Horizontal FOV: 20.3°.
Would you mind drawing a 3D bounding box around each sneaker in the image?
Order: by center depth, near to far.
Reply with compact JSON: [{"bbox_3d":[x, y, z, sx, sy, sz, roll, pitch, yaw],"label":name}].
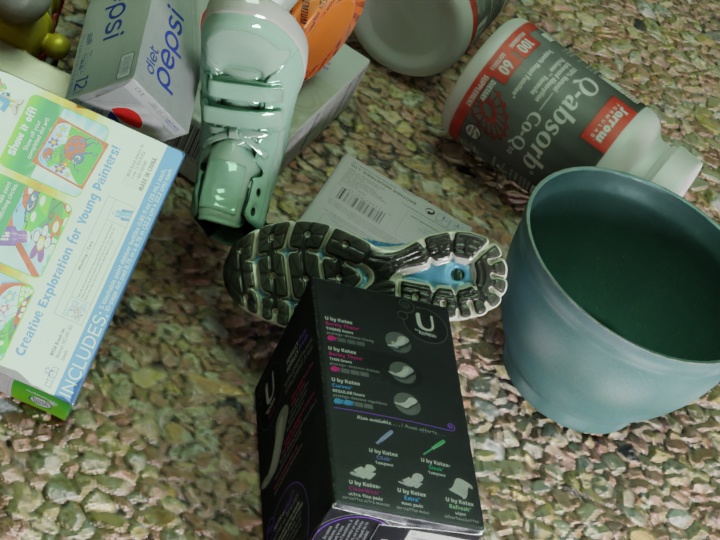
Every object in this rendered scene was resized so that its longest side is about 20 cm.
[{"bbox_3d":[-0.081,-0.097,1.401,0.074,0.201,0.118,8,58,5],"label":"sneaker"},{"bbox_3d":[0.001,0.013,1.435,0.199,0.090,0.079,4,80,-3],"label":"sneaker"}]

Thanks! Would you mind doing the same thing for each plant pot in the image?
[{"bbox_3d":[0.187,0.038,1.522,0.200,0.134,0.201,17,40,-15],"label":"plant pot"}]

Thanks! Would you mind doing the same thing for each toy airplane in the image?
[{"bbox_3d":[-0.266,-0.159,1.456,0.200,0.141,0.199,-7,51,-37],"label":"toy airplane"}]

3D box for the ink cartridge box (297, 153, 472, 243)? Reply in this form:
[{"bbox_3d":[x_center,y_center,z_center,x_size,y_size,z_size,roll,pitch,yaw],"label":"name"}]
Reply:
[{"bbox_3d":[0.000,0.000,1.525,0.119,0.042,0.200,31,37,1],"label":"ink cartridge box"}]

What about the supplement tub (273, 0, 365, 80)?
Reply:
[{"bbox_3d":[-0.101,-0.242,1.573,0.200,0.123,0.122,38,39,15],"label":"supplement tub"}]

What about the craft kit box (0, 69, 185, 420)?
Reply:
[{"bbox_3d":[-0.245,-0.030,1.340,0.197,0.049,0.200,26,66,-8],"label":"craft kit box"}]

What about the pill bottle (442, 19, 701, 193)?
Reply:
[{"bbox_3d":[0.177,-0.110,1.681,0.200,0.116,0.116,36,39,10],"label":"pill bottle"}]

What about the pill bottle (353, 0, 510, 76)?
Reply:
[{"bbox_3d":[0.078,-0.264,1.801,0.116,0.116,0.200,33,38,5],"label":"pill bottle"}]

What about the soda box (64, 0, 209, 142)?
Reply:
[{"bbox_3d":[-0.149,-0.184,1.436,0.068,0.063,0.200,46,40,-41],"label":"soda box"}]

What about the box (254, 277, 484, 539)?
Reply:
[{"bbox_3d":[0.001,0.122,1.325,0.106,0.122,0.200,13,42,-19],"label":"box"}]

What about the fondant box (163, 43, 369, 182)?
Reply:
[{"bbox_3d":[-0.101,-0.148,1.612,0.144,0.058,0.200,34,38,6],"label":"fondant box"}]
